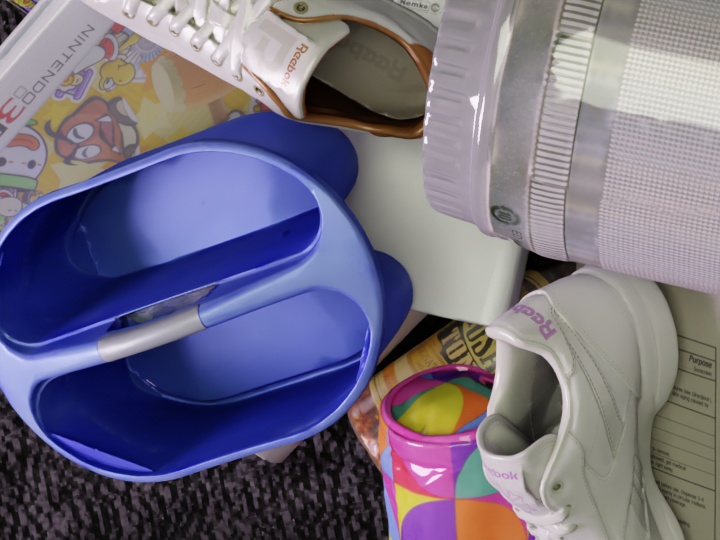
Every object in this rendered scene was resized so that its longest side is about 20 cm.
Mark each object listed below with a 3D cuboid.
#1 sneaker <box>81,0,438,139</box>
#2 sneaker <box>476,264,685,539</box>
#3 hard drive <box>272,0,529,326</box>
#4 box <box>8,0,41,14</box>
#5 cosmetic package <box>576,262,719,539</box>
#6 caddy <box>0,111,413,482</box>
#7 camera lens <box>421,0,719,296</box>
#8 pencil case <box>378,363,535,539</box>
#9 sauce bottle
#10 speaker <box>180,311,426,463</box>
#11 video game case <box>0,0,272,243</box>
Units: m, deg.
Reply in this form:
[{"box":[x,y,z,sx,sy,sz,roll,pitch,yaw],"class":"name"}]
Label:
[{"box":[-0.048,-0.115,1.071,0.200,0.085,0.073,22,108,-7],"class":"sneaker"},{"box":[0.088,0.097,1.070,0.075,0.099,0.200,12,114,49],"class":"sneaker"},{"box":[0.027,-0.083,1.143,0.132,0.027,0.200,12,89,17],"class":"hard drive"},{"box":[-0.170,-0.230,1.150,0.122,0.200,0.193,-40,60,10],"class":"box"},{"box":[0.157,0.083,1.119,0.105,0.071,0.200,22,120,47],"class":"cosmetic package"},{"box":[-0.074,0.014,1.098,0.200,0.105,0.142,-19,100,26],"class":"caddy"},{"box":[0.141,-0.072,1.008,0.200,0.160,0.160,13,93,13],"class":"camera lens"},{"box":[0.057,0.144,1.154,0.088,0.088,0.200,0,116,13],"class":"pencil case"},{"box":[0.087,0.031,1.189,0.200,0.066,0.066,-37,82,10],"class":"sauce bottle"},{"box":[0.000,0.000,1.201,0.200,0.081,0.081,-45,81,10],"class":"speaker"},{"box":[-0.104,-0.049,1.182,0.182,0.200,0.023,-47,41,9],"class":"video game case"}]
